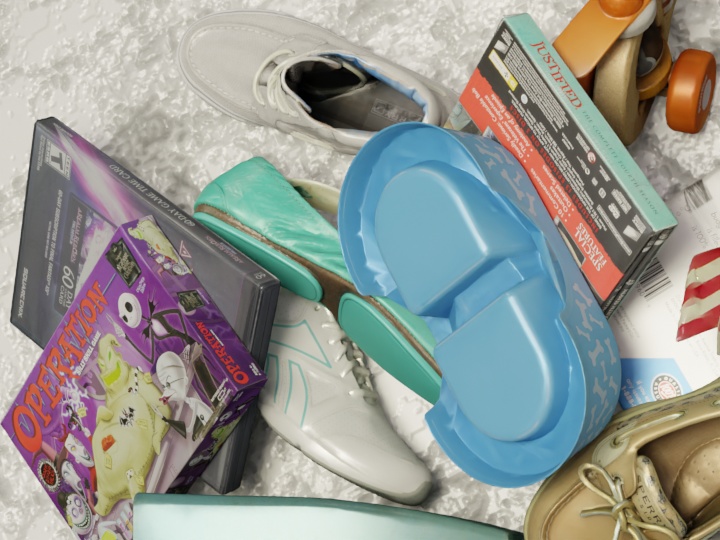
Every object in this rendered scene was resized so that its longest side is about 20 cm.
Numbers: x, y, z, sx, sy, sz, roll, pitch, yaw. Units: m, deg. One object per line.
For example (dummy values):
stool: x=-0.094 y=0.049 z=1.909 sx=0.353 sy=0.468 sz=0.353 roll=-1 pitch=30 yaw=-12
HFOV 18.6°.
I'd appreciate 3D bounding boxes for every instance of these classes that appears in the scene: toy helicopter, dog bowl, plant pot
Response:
toy helicopter: x=0.151 y=-0.166 z=1.181 sx=0.079 sy=0.132 sz=0.201 roll=13 pitch=100 yaw=20
dog bowl: x=0.065 y=0.014 z=1.145 sx=0.111 sy=0.049 sz=0.201 roll=-40 pitch=71 yaw=39
plant pot: x=-0.008 y=0.193 z=1.202 sx=0.199 sy=0.141 sz=0.142 roll=-3 pitch=82 yaw=12

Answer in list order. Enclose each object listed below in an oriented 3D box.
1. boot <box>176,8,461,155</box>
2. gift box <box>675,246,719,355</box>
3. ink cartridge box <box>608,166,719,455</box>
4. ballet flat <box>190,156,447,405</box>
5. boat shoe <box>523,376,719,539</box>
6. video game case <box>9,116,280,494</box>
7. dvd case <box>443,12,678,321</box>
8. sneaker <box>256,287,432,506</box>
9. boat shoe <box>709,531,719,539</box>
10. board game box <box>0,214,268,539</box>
boot: x=-0.031 y=-0.112 z=1.270 sx=0.199 sy=0.096 sz=0.074 roll=18 pitch=88 yaw=20
gift box: x=0.254 y=-0.031 z=1.040 sx=0.184 sy=0.187 sz=0.201 roll=16 pitch=69 yaw=14
ink cartridge box: x=0.218 y=0.002 z=1.185 sx=0.200 sy=0.068 sz=0.116 roll=-32 pitch=74 yaw=12
ballet flat: x=0.000 y=0.000 z=1.226 sx=0.200 sy=0.067 sz=0.070 roll=35 pitch=70 yaw=10
boat shoe: x=0.169 y=0.099 z=1.126 sx=0.200 sy=0.063 sz=0.073 roll=-35 pitch=97 yaw=13
video game case: x=-0.129 y=0.018 z=1.265 sx=0.200 sy=0.019 sz=0.143 roll=35 pitch=128 yaw=33
dvd case: x=0.085 y=-0.021 z=1.183 sx=0.146 sy=0.022 sz=0.200 roll=57 pitch=144 yaw=22
sneaker: x=-0.029 y=0.056 z=1.261 sx=0.200 sy=0.070 sz=0.080 roll=40 pitch=91 yaw=20
boat shoe: x=0.215 y=0.151 z=1.164 sx=0.201 sy=0.075 sz=0.087 roll=-7 pitch=81 yaw=15
board game box: x=-0.134 y=0.076 z=1.260 sx=0.120 sy=0.032 sz=0.200 roll=56 pitch=136 yaw=21
